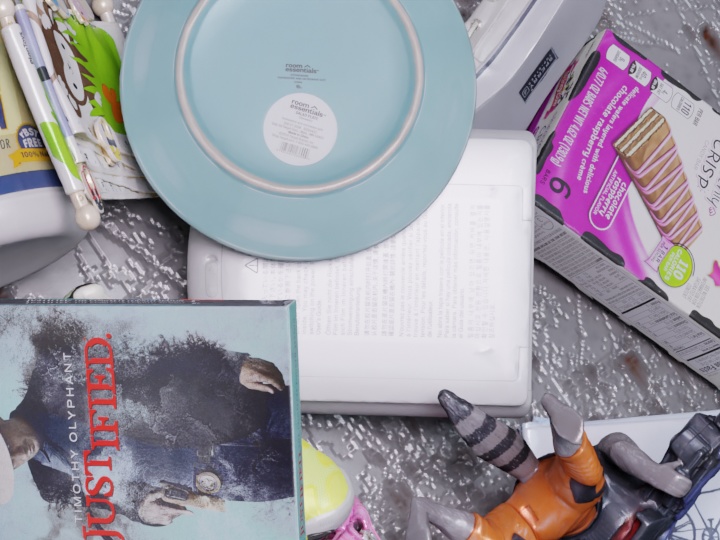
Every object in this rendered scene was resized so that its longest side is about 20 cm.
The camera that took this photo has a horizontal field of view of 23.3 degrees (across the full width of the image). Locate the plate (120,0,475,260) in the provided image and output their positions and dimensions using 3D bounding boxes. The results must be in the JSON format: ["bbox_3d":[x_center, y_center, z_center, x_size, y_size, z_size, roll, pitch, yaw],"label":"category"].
[{"bbox_3d":[-0.034,-0.106,0.961,0.198,0.026,0.202,1,79,-4],"label":"plate"}]

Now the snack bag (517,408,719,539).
[{"bbox_3d":[0.197,0.181,1.077,0.187,0.021,0.202,-2,77,-19],"label":"snack bag"}]

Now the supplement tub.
[{"bbox_3d":[-0.241,-0.089,0.928,0.143,0.144,0.202,-18,83,-22],"label":"supplement tub"}]

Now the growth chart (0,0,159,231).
[{"bbox_3d":[-0.149,-0.098,0.956,0.018,0.200,0.146,-23,93,11],"label":"growth chart"}]

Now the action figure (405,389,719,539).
[{"bbox_3d":[0.134,0.107,0.985,0.200,0.193,0.105,-51,54,12],"label":"action figure"}]

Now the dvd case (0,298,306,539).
[{"bbox_3d":[-0.128,0.086,0.910,0.198,0.022,0.148,1,101,12],"label":"dvd case"}]

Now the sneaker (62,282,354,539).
[{"bbox_3d":[-0.092,0.080,0.939,0.199,0.077,0.076,28,48,9],"label":"sneaker"}]

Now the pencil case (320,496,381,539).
[{"bbox_3d":[0.031,0.219,0.972,0.083,0.087,0.200,-44,95,-7],"label":"pencil case"}]

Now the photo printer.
[{"bbox_3d":[0.000,0.000,1.003,0.198,0.069,0.168,1,88,-3],"label":"photo printer"}]

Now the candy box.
[{"bbox_3d":[0.194,-0.037,1.105,0.199,0.061,0.137,34,66,-12],"label":"candy box"}]

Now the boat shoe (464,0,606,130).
[{"bbox_3d":[0.072,-0.121,1.089,0.066,0.072,0.201,33,84,32],"label":"boat shoe"}]
